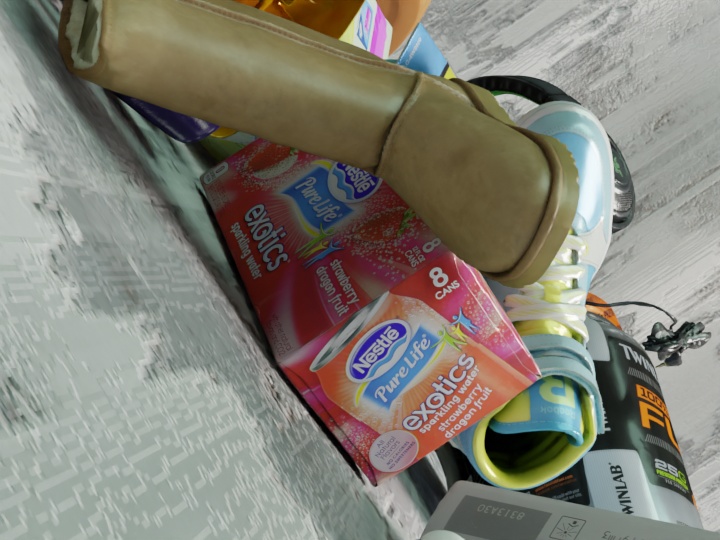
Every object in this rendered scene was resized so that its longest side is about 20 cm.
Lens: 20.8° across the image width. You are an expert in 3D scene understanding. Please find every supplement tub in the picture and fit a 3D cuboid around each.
[{"bbox_3d":[0.125,0.114,1.138,0.123,0.122,0.200,53,20,-46],"label":"supplement tub"}]

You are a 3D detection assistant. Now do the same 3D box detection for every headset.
[{"bbox_3d":[0.115,-0.025,1.122,0.200,0.124,0.094,49,30,22],"label":"headset"}]

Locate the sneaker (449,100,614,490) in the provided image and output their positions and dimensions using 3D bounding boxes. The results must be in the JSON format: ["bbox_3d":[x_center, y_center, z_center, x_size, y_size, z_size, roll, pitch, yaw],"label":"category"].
[{"bbox_3d":[0.097,0.020,1.003,0.131,0.079,0.200,-118,-141,-70],"label":"sneaker"}]

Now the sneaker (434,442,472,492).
[{"bbox_3d":[0.096,0.162,1.221,0.080,0.070,0.200,25,25,-53],"label":"sneaker"}]

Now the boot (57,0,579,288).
[{"bbox_3d":[-0.023,-0.065,0.838,0.200,0.066,0.175,18,14,-23],"label":"boot"}]

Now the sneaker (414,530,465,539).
[{"bbox_3d":[0.079,0.163,0.812,0.200,0.072,0.072,52,7,-39],"label":"sneaker"}]

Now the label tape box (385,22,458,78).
[{"bbox_3d":[0.014,-0.048,1.202,0.066,0.143,0.200,20,-17,32],"label":"label tape box"}]

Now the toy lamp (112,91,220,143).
[{"bbox_3d":[-0.127,-0.142,0.906,0.200,0.058,0.058,53,4,-28],"label":"toy lamp"}]

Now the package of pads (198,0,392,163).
[{"bbox_3d":[-0.046,-0.126,1.211,0.200,0.068,0.155,50,49,-64],"label":"package of pads"}]

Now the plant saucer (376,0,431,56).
[{"bbox_3d":[-0.039,-0.180,1.339,0.200,0.200,0.037,51,17,-59],"label":"plant saucer"}]

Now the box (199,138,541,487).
[{"bbox_3d":[0.000,0.000,0.978,0.096,0.100,0.200,55,4,-32],"label":"box"}]

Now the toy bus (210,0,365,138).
[{"bbox_3d":[-0.118,-0.197,1.041,0.192,0.136,0.200,41,-6,45],"label":"toy bus"}]

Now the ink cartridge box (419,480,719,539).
[{"bbox_3d":[0.134,0.186,0.901,0.161,0.050,0.200,6,-43,40],"label":"ink cartridge box"}]
